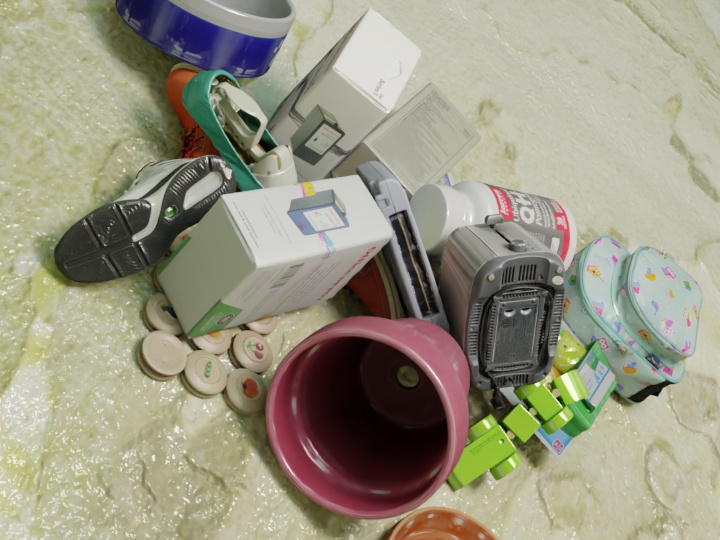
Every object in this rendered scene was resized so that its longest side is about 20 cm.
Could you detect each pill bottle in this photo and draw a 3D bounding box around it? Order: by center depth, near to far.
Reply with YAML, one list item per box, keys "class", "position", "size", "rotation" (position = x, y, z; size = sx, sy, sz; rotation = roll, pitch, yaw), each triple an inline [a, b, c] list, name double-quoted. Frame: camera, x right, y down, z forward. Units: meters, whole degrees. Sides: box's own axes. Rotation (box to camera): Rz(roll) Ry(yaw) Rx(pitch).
- class: "pill bottle"
  position: [0.155, -0.048, 1.476]
  size: [0.200, 0.111, 0.111]
  rotation: [9, 55, -35]

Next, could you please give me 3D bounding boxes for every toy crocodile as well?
- class: "toy crocodile"
  position: [0.176, 0.178, 1.396]
  size: [0.200, 0.062, 0.068]
  rotation: [-38, 84, -11]

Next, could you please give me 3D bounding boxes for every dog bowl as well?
- class: "dog bowl"
  position: [-0.181, -0.309, 1.432]
  size: [0.200, 0.079, 0.200]
  rotation: [23, 26, -12]

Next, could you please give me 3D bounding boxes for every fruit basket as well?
- class: "fruit basket"
  position: [0.221, 0.105, 1.505]
  size: [0.200, 0.094, 0.185]
  rotation: [54, 42, -6]

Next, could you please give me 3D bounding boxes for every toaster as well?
- class: "toaster"
  position: [0.152, 0.040, 1.366]
  size: [0.113, 0.200, 0.129]
  rotation: [-6, 29, -14]

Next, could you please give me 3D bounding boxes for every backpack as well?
- class: "backpack"
  position: [0.350, 0.053, 1.631]
  size: [0.200, 0.153, 0.176]
  rotation: [32, 48, -9]

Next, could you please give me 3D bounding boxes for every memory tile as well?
- class: "memory tile"
  position: [-0.153, 0.047, 1.286]
  size: [0.153, 0.017, 0.200]
  rotation: [27, 46, -24]

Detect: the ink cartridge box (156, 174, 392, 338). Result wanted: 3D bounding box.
- class: "ink cartridge box"
  position: [-0.087, -0.017, 1.269]
  size: [0.200, 0.145, 0.088]
  rotation: [-12, 66, -45]

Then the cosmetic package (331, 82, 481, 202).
- class: "cosmetic package"
  position: [0.061, -0.148, 1.554]
  size: [0.104, 0.073, 0.200]
  rotation: [48, 40, -2]

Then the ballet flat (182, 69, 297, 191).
- class: "ballet flat"
  position: [-0.116, -0.132, 1.325]
  size: [0.200, 0.070, 0.067]
  rotation: [53, 52, -8]

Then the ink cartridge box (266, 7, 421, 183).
- class: "ink cartridge box"
  position: [-0.034, -0.189, 1.429]
  size: [0.084, 0.200, 0.146]
  rotation: [38, 41, -13]

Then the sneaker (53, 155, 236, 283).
- class: "sneaker"
  position: [-0.229, -0.054, 1.260]
  size: [0.200, 0.115, 0.076]
  rotation: [-32, 109, -19]

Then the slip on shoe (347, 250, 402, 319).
- class: "slip on shoe"
  position: [0.000, 0.000, 1.430]
  size: [0.061, 0.074, 0.200]
  rotation: [-21, 81, -8]

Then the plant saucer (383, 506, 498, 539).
- class: "plant saucer"
  position: [0.095, 0.344, 1.270]
  size: [0.200, 0.032, 0.201]
  rotation: [22, 48, -27]

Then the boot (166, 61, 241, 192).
- class: "boot"
  position: [-0.173, -0.144, 1.374]
  size: [0.107, 0.075, 0.200]
  rotation: [-28, 81, -44]

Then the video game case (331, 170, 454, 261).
- class: "video game case"
  position: [0.054, -0.083, 1.567]
  size: [0.200, 0.018, 0.143]
  rotation: [10, 53, -37]

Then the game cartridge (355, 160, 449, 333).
- class: "game cartridge"
  position: [0.047, -0.022, 1.376]
  size: [0.133, 0.041, 0.200]
  rotation: [-133, -157, -71]

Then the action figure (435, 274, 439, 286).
- class: "action figure"
  position: [0.127, 0.027, 1.530]
  size: [0.200, 0.052, 0.065]
  rotation: [-24, 83, -46]

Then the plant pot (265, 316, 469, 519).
- class: "plant pot"
  position: [0.028, 0.131, 1.264]
  size: [0.200, 0.200, 0.179]
  rotation: [52, 25, 3]
